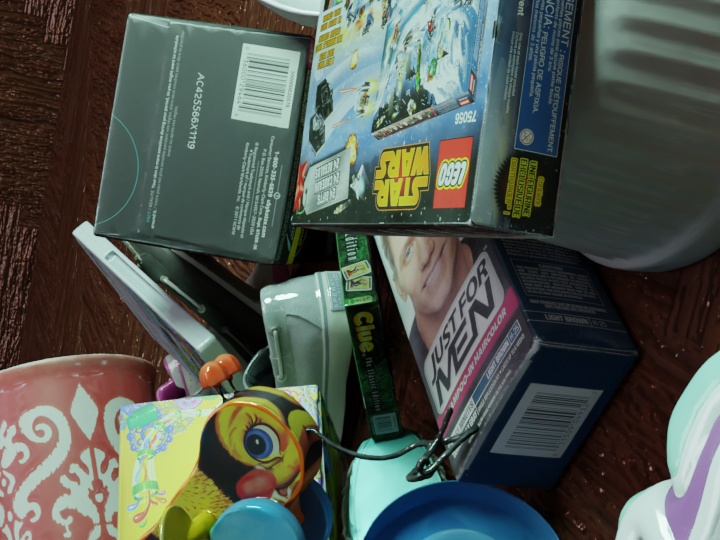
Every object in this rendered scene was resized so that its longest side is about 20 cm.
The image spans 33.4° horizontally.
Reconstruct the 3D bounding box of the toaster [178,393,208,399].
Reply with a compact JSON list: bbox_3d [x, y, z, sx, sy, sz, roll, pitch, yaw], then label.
[{"bbox_3d":[-0.136,0.179,0.943,0.200,0.113,0.130,-10,-61,-67],"label":"toaster"}]

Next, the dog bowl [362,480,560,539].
[{"bbox_3d":[0.051,0.204,0.568,0.050,0.110,0.202,109,158,-58],"label":"dog bowl"}]

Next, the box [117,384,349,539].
[{"bbox_3d":[-0.064,0.202,0.729,0.193,0.121,0.202,75,-171,-62],"label":"box"}]

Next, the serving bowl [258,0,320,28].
[{"bbox_3d":[0.008,-0.234,0.760,0.066,0.198,0.202,46,-141,-62],"label":"serving bowl"}]

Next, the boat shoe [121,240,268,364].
[{"bbox_3d":[-0.132,0.015,0.956,0.057,0.199,0.067,-53,5,9],"label":"boat shoe"}]

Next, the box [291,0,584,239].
[{"bbox_3d":[0.027,-0.084,0.524,0.200,0.040,0.138,-173,92,-68],"label":"box"}]

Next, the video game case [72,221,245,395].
[{"bbox_3d":[-0.140,0.052,0.931,0.200,0.018,0.144,36,162,43],"label":"video game case"}]

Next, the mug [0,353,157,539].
[{"bbox_3d":[-0.188,0.179,0.824,0.178,0.132,0.202,94,164,-70],"label":"mug"}]

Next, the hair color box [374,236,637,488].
[{"bbox_3d":[0.067,0.007,0.645,0.201,0.060,0.101,-107,33,-47],"label":"hair color box"}]

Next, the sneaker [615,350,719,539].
[{"bbox_3d":[0.135,0.139,0.413,0.140,0.077,0.202,-121,43,-58],"label":"sneaker"}]

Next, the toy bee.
[{"bbox_3d":[-0.055,0.101,0.597,0.109,0.200,0.131,50,174,4],"label":"toy bee"}]

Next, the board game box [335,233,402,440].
[{"bbox_3d":[0.000,0.000,0.764,0.201,0.023,0.106,-98,0,-53],"label":"board game box"}]

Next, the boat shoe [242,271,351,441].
[{"bbox_3d":[-0.047,0.070,0.839,0.202,0.071,0.071,97,169,-51],"label":"boat shoe"}]

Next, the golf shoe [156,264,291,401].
[{"bbox_3d":[-0.118,0.069,1.039,0.076,0.091,0.201,-108,35,-50],"label":"golf shoe"}]

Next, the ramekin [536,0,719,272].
[{"bbox_3d":[0.101,-0.105,0.538,0.200,0.104,0.202,-172,90,-68],"label":"ramekin"}]

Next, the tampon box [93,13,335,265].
[{"bbox_3d":[-0.084,-0.087,0.857,0.200,0.125,0.151,-12,-68,-80],"label":"tampon box"}]

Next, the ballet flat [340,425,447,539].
[{"bbox_3d":[0.032,0.184,0.675,0.201,0.071,0.072,-104,30,-45],"label":"ballet flat"}]
